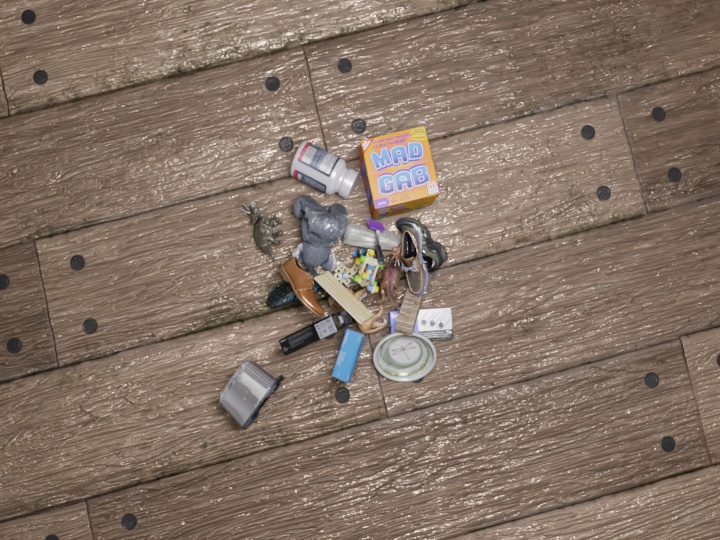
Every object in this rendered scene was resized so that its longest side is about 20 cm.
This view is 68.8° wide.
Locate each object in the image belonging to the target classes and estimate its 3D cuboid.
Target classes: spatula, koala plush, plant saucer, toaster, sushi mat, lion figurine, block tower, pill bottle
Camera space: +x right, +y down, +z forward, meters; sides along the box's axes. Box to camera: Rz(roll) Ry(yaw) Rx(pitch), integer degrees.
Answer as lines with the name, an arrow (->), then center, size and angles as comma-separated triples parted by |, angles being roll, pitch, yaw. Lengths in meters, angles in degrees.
spatula -> 0.053, -0.091, 1.590 | 0.055, 0.021, 0.204 | 10, 46, -17
koala plush -> -0.132, -0.096, 1.611 | 0.173, 0.185, 0.204 | 11, 115, -21
plant saucer -> 0.135, 0.254, 1.615 | 0.194, 0.051, 0.205 | 1, 124, 2
toaster -> -0.337, 0.366, 1.598 | 0.128, 0.114, 0.202 | 36, 88, 4
sushi mat -> -0.050, 0.078, 1.566 | 0.200, 0.095, 0.012 | 44, 117, 11
lion figurine -> -0.003, 0.129, 1.625 | 0.121, 0.073, 0.201 | -34, 72, -20
block tower -> 0.152, 0.114, 1.588 | 0.056, 0.201, 0.055 | 13, 126, 12
pill bottle -> -0.109, -0.307, 1.638 | 0.196, 0.120, 0.122 | 27, 87, 1

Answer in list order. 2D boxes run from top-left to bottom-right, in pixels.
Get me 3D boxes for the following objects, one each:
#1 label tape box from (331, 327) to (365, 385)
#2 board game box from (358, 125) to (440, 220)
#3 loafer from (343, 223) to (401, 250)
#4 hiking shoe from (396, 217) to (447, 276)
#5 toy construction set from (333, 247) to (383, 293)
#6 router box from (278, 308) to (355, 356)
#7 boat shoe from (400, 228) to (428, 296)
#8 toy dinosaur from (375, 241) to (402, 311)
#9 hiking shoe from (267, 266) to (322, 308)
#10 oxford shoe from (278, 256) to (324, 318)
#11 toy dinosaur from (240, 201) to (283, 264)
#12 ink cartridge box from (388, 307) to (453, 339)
label tape box -> -0.034, 0.250, 1.565 | 0.062, 0.200, 0.148 | 18, 86, 4
board game box -> 0.111, -0.288, 1.598 | 0.194, 0.200, 0.206 | -13, 87, -2
loafer -> 0.041, -0.093, 1.660 | 0.194, 0.071, 0.071 | 14, 120, -5
hiking shoe -> 0.180, -0.079, 1.636 | 0.199, 0.076, 0.101 | 41, 58, 1
toy construction set -> 0.000, 0.000, 1.603 | 0.090, 0.198, 0.135 | 16, 81, -33
router box -> -0.122, 0.176, 1.556 | 0.197, 0.157, 0.053 | -27, 86, 23
boat shoe -> 0.151, -0.024, 1.577 | 0.071, 0.072, 0.206 | -12, 84, 29
toy dinosaur -> 0.092, 0.016, 1.596 | 0.083, 0.137, 0.204 | 6, 54, -11
hiking shoe -> -0.200, 0.072, 1.636 | 0.197, 0.087, 0.076 | -29, 43, 16
oxford shoe -> -0.160, 0.048, 1.542 | 0.071, 0.071, 0.202 | -36, 82, 5
toy dinosaur -> -0.299, -0.118, 1.657 | 0.099, 0.077, 0.206 | -12, 92, 10
ink cartridge box -> 0.188, 0.171, 1.651 | 0.194, 0.044, 0.097 | -4, 86, -1
